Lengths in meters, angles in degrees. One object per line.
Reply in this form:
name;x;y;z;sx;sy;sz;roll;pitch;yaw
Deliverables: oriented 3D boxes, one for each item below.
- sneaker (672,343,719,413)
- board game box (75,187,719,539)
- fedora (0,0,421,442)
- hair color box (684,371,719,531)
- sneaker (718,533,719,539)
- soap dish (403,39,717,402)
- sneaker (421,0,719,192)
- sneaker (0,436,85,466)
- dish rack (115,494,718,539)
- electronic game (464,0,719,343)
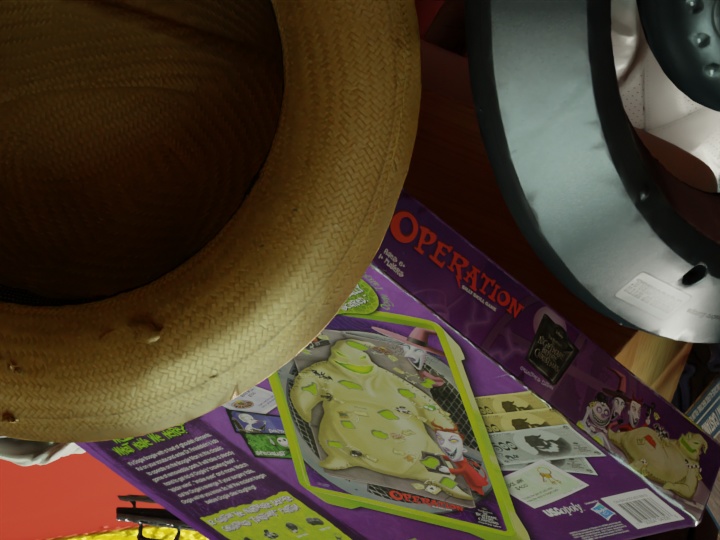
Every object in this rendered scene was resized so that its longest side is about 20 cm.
sneaker;0.150;0.033;1.028;0.198;0.076;0.079;-1;160;-3
board game box;-0.003;0.044;0.789;0.120;0.032;0.200;34;152;-22
fedora;-0.074;-0.052;0.725;0.199;0.202;0.082;-18;173;13
hair color box;0.192;0.013;0.786;0.199;0.061;0.100;-28;168;-13
sneaker;0.167;0.140;1.209;0.199;0.074;0.115;-15;153;27
soap dish;0.000;0.000;0.829;0.199;0.082;0.158;22;152;8
sneaker;0.073;-0.056;0.866;0.115;0.074;0.200;6;153;0
sneaker;-0.097;0.031;0.938;0.199;0.081;0.076;16;139;-42
dish rack;0.019;0.082;1.004;0.199;0.055;0.153;2;172;33
electronic game;0.102;-0.080;0.723;0.199;0.201;0.041;22;175;-43
